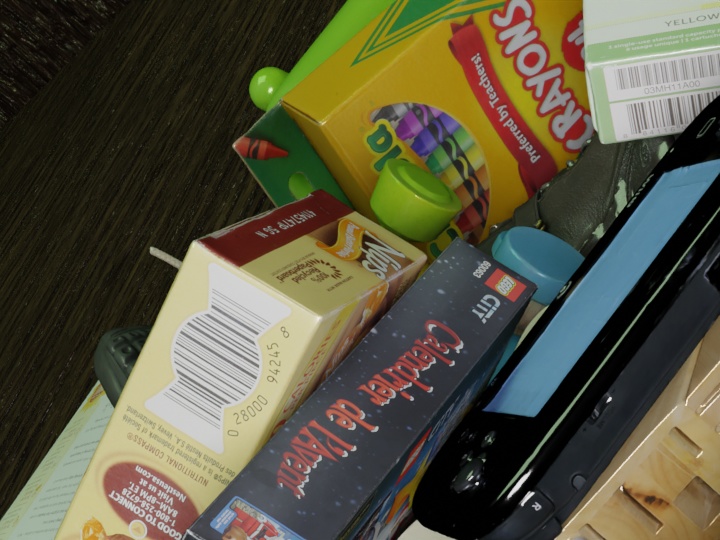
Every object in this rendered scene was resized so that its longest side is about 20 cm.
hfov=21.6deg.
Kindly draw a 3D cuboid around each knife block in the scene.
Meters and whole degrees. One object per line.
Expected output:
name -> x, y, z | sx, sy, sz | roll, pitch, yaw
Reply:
knife block -> 0.123, 0.029, 0.699 | 0.200, 0.064, 0.176 | -48, 16, 2

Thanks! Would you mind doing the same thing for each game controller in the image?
game controller -> 0.089, 0.011, 0.641 | 0.200, 0.042, 0.104 | -51, 17, -9

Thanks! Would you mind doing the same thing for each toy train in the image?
toy train -> 0.000, 0.000, 0.817 | 0.085, 0.200, 0.116 | -13, -45, -61

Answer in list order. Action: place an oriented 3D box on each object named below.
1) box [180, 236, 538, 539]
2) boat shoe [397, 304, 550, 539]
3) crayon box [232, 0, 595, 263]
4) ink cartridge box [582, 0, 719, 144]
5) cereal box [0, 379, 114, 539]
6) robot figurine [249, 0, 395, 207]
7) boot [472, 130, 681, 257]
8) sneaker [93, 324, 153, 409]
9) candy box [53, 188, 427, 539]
box -> -0.014, 0.090, 0.660 | 0.200, 0.038, 0.137 | -45, -18, -52
boat shoe -> 0.058, 0.102, 0.711 | 0.063, 0.071, 0.200 | 80, -147, -54
crayon box -> 0.050, -0.076, 0.943 | 0.200, 0.127, 0.051 | -42, 33, -9
ink cartridge box -> 0.170, -0.135, 0.824 | 0.145, 0.048, 0.200 | -8, 38, 12
cereal box -> -0.131, 0.108, 0.947 | 0.144, 0.040, 0.200 | -21, 33, 59
robot figurine -> 0.023, -0.096, 1.056 | 0.175, 0.116, 0.200 | -15, 32, 46
boot -> 0.108, -0.046, 0.896 | 0.174, 0.069, 0.200 | -41, 18, 27
sneaker -> -0.058, 0.106, 0.805 | 0.076, 0.200, 0.091 | -4, -43, -52
candy box -> -0.056, 0.076, 0.685 | 0.200, 0.055, 0.115 | -63, -13, 19
